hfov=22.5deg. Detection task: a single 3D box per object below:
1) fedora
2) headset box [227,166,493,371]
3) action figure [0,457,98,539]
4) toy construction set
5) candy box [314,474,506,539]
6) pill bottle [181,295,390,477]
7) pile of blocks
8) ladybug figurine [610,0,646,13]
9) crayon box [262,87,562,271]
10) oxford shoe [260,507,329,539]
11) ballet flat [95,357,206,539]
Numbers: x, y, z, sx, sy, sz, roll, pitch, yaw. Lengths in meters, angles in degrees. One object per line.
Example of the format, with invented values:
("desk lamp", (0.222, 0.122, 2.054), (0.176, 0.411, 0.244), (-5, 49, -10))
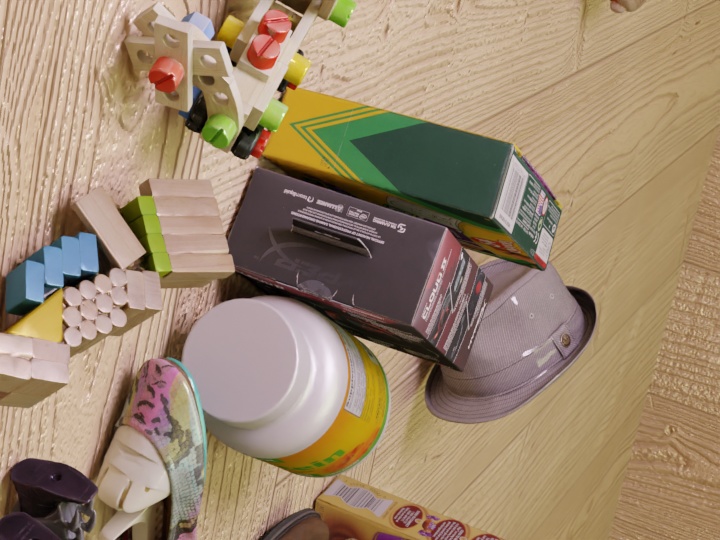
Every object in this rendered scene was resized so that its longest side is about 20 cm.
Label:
("fedora", (0.135, 0.052, 1.770), (0.200, 0.176, 0.091), (-39, 116, -25))
("headset box", (0.000, 0.000, 1.287), (0.200, 0.148, 0.076), (41, 68, -70))
("action figure", (-0.186, 0.211, 1.082), (0.130, 0.069, 0.201), (-59, 162, -46))
("toy construction set", (-0.057, -0.144, 1.073), (0.200, 0.092, 0.131), (-46, 175, -38))
("candy box", (0.050, 0.273, 1.614), (0.056, 0.199, 0.118), (-42, 145, -57))
("pill bottle", (-0.053, 0.080, 1.268), (0.112, 0.110, 0.200), (-69, 162, -7))
("pile of blocks", (-0.156, 0.009, 1.012), (0.062, 0.082, 0.200), (-29, -175, 44))
("ladybug figurine", (0.291, -0.367, 1.902), (0.136, 0.071, 0.201), (45, 65, -70))
("crayon box", (0.043, -0.063, 1.312), (0.200, 0.171, 0.059), (34, 73, -71))
("oxford shoe", (-0.065, 0.277, 1.472), (0.073, 0.084, 0.200), (88, 25, -43))
("ballet flat", (-0.139, 0.151, 1.178), (0.071, 0.069, 0.201), (-28, 138, -37))
